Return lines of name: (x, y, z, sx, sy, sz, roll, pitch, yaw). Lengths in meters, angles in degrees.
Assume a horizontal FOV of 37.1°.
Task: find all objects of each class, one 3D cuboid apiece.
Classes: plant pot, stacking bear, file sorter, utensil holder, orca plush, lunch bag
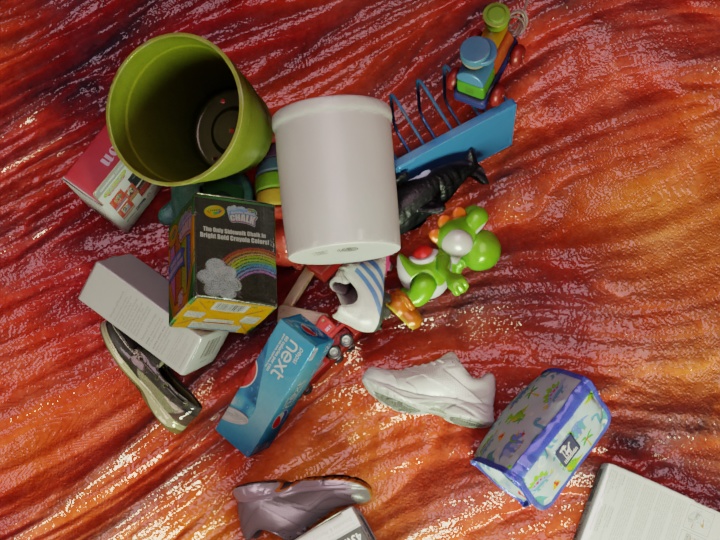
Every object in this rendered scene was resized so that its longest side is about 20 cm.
plant pot: (-0.214, -0.208, 1.488, 0.200, 0.193, 0.201, 0, 89, 18)
stacking bear: (-0.110, -0.103, 1.593, 0.113, 0.121, 0.201, -8, 72, 34)
file sorter: (0.116, -0.219, 1.618, 0.200, 0.139, 0.123, -29, 71, -5)
utensil holder: (-0.030, -0.120, 1.478, 0.169, 0.170, 0.201, -7, 81, 1)
orca plush: (0.109, -0.096, 1.565, 0.199, 0.105, 0.071, -21, 42, -23)
lunch bag: (0.247, 0.226, 1.459, 0.127, 0.200, 0.170, 37, 79, 12)

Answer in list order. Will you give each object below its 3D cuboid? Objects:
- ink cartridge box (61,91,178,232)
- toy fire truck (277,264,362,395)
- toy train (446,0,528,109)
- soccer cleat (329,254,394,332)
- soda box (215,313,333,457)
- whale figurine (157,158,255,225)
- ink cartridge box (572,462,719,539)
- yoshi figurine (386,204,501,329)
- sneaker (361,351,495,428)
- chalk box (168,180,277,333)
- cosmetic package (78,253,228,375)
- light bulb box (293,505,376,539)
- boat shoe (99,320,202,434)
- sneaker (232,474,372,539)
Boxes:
ink cartridge box: (-0.344, -0.181, 1.612, 0.084, 0.176, 0.200, 34, 79, 12)
toy fire truck: (-0.074, 0.079, 1.594, 0.200, 0.049, 0.141, -44, 77, -7)
toy train: (0.194, -0.340, 1.520, 0.084, 0.116, 0.200, 24, 74, 14)
soccer cleat: (0.000, 0.000, 1.562, 0.086, 0.070, 0.200, 15, 46, -14)
soda box: (-0.123, 0.163, 1.521, 0.068, 0.064, 0.200, 37, 107, 17)
whale figurine: (-0.233, -0.073, 1.615, 0.159, 0.104, 0.201, 12, 78, 6)
ink cartridge box: (0.404, 0.380, 1.496, 0.199, 0.050, 0.163, 24, 77, 0)
yoshi figurine: (0.132, 0.002, 1.567, 0.200, 0.112, 0.112, -50, 56, 2)
sneaker: (0.103, 0.162, 1.556, 0.199, 0.078, 0.100, 15, 70, -2)
chalk box: (-0.195, -0.028, 1.509, 0.124, 0.124, 0.201, 8, 65, -25)
cosmetic package: (-0.302, 0.062, 1.577, 0.200, 0.102, 0.074, 33, 106, 13)
light bulb box: (-0.061, 0.416, 1.426, 0.198, 0.200, 0.125, -28, 76, -5)
boat shoe: (-0.305, 0.144, 1.576, 0.065, 0.073, 0.200, -38, 86, 6)
sneaker: (-0.079, 0.340, 1.520, 0.199, 0.076, 0.092, -6, 82, 9)
